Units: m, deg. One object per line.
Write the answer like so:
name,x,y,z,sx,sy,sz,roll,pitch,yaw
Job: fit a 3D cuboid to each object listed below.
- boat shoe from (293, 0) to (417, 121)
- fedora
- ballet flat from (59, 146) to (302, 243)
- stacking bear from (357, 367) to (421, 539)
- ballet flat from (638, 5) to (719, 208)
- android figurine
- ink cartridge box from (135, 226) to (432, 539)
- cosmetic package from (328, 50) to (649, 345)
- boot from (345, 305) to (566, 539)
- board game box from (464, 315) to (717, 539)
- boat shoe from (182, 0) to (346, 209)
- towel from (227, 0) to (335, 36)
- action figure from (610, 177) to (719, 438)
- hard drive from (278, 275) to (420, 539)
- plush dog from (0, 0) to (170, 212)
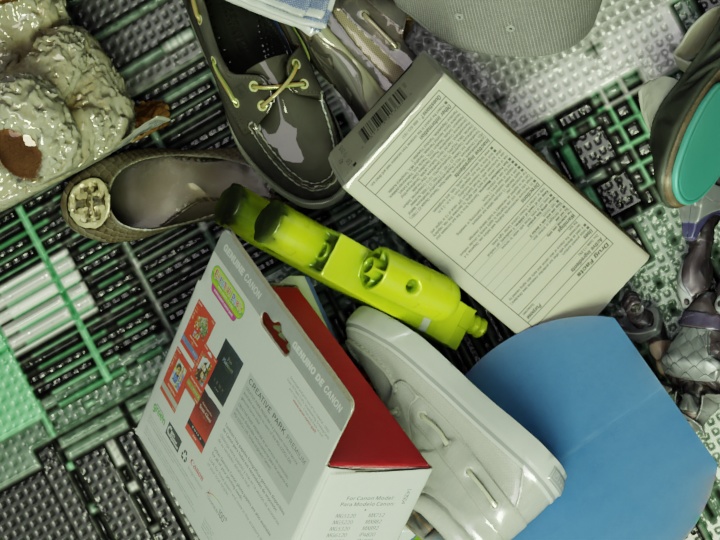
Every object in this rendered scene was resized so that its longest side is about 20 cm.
boat shoe,0.004,-0.161,1.319,0.073,0.074,0.200,-35,88,-8
fedora,0.088,-0.206,1.267,0.199,0.177,0.091,13,124,2
ballet flat,-0.125,-0.058,1.352,0.199,0.046,0.068,-4,92,10
stacking bear,0.050,0.146,1.302,0.200,0.114,0.121,39,69,18
ballet flat,0.232,-0.121,1.248,0.068,0.068,0.200,15,57,40
android figurine,0.000,0.000,1.271,0.199,0.182,0.041,27,88,-30
ink cartridge box,-0.046,0.097,1.198,0.200,0.084,0.176,52,127,44
cosmetic package,0.086,-0.043,1.262,0.200,0.071,0.105,41,99,-21
boot,0.034,0.107,1.208,0.096,0.074,0.200,-44,52,-10
board game box,0.138,0.129,1.215,0.158,0.039,0.200,-36,51,5
boat shoe,-0.069,-0.136,1.305,0.071,0.061,0.202,-27,74,-9
towel,-0.054,-0.267,1.300,0.146,0.024,0.201,21,69,9
action figure,0.236,0.019,1.273,0.130,0.069,0.201,9,85,34
hard drive,-0.041,0.124,1.293,0.132,0.025,0.201,-45,58,37
plush dog,-0.234,-0.150,1.321,0.160,0.200,0.172,-29,95,-26
